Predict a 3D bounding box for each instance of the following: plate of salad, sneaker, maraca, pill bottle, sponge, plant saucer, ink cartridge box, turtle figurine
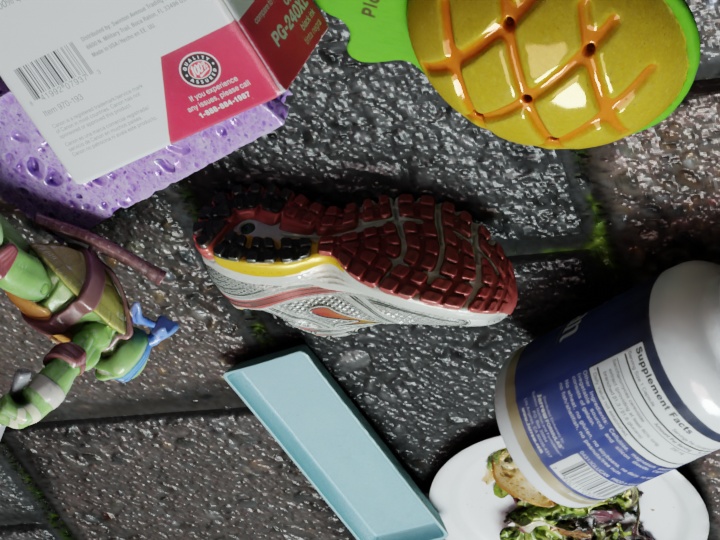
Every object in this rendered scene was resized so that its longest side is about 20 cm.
[{"bbox_3d":[0.146,0.182,1.339,0.200,0.048,0.200,6,139,6],"label":"plate of salad"},{"bbox_3d":[0.000,0.000,1.158,0.200,0.078,0.082,11,144,16],"label":"sneaker"},{"bbox_3d":[0.074,-0.128,0.963,0.200,0.107,0.137,18,137,2],"label":"maraca"},{"bbox_3d":[0.187,0.061,1.144,0.111,0.111,0.200,37,133,-26],"label":"pill bottle"},{"bbox_3d":[-0.150,-0.091,1.118,0.200,0.030,0.112,-25,127,35],"label":"sponge"},{"bbox_3d":[-0.014,0.126,1.325,0.070,0.019,0.200,-17,124,30],"label":"plant saucer"},{"bbox_3d":[-0.133,-0.164,0.958,0.145,0.083,0.200,-20,114,31],"label":"ink cartridge box"},{"bbox_3d":[-0.231,0.028,1.144,0.200,0.144,0.194,-15,130,24],"label":"turtle figurine"}]
